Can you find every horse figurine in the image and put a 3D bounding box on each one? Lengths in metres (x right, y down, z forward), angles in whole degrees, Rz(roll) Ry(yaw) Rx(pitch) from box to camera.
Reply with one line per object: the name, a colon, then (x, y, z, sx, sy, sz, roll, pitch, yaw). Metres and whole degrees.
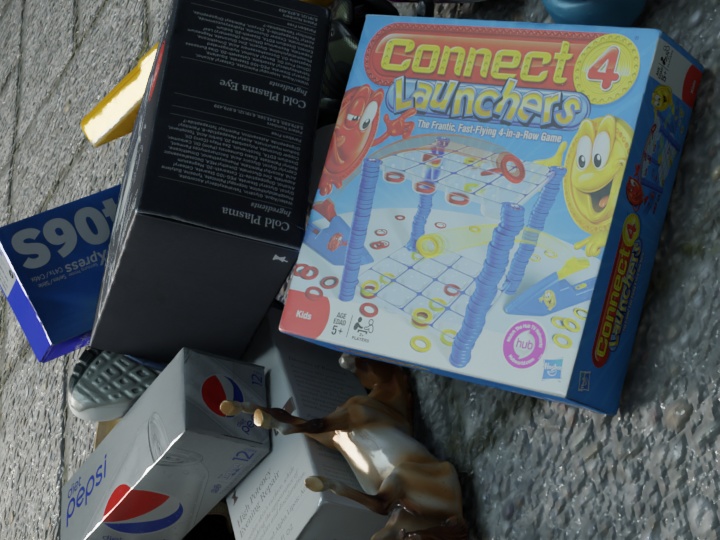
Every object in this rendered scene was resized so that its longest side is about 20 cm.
horse figurine: (0.007, 0.115, 0.862, 0.200, 0.132, 0.050, 48, 123, 47)

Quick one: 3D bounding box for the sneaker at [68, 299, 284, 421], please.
sneaker: (-0.128, 0.079, 1.069, 0.075, 0.200, 0.087, 38, 125, 30)

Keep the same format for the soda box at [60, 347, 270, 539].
soda box: (-0.137, 0.137, 0.997, 0.200, 0.063, 0.068, -46, 38, 40)

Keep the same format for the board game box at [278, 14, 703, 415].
board game box: (0.068, -0.037, 0.814, 0.200, 0.056, 0.196, 10, 82, 38)

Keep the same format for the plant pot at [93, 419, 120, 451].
plant pot: (-0.179, 0.120, 1.274, 0.200, 0.027, 0.200, -38, 43, 47)

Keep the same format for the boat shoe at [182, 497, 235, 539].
boat shoe: (-0.116, 0.184, 1.088, 0.073, 0.074, 0.200, -30, 57, 39)

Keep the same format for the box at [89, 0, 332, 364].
box: (-0.101, -0.057, 0.966, 0.200, 0.104, 0.182, 123, 156, -57)

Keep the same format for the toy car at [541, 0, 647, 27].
toy car: (0.161, -0.253, 0.786, 0.200, 0.184, 0.177, -15, 56, 25)

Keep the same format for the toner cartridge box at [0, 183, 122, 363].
toner cartridge box: (-0.161, -0.015, 1.070, 0.095, 0.200, 0.043, 61, 149, 8)

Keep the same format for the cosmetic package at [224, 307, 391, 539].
cosmetic package: (-0.040, 0.125, 0.972, 0.102, 0.074, 0.200, -59, 31, 23)

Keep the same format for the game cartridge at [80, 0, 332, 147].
game cartridge: (-0.123, -0.182, 1.228, 0.200, 0.176, 0.032, -34, 87, 49)

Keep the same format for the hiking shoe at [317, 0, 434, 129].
hiking shoe: (0.000, -0.145, 1.036, 0.200, 0.076, 0.101, 8, 104, 53)

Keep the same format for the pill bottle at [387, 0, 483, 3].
pill bottle: (0.033, -0.242, 1.021, 0.200, 0.112, 0.112, 22, 93, 63)

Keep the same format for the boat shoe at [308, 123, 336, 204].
boat shoe: (0.049, -0.064, 0.923, 0.200, 0.069, 0.072, -12, 72, 40)
